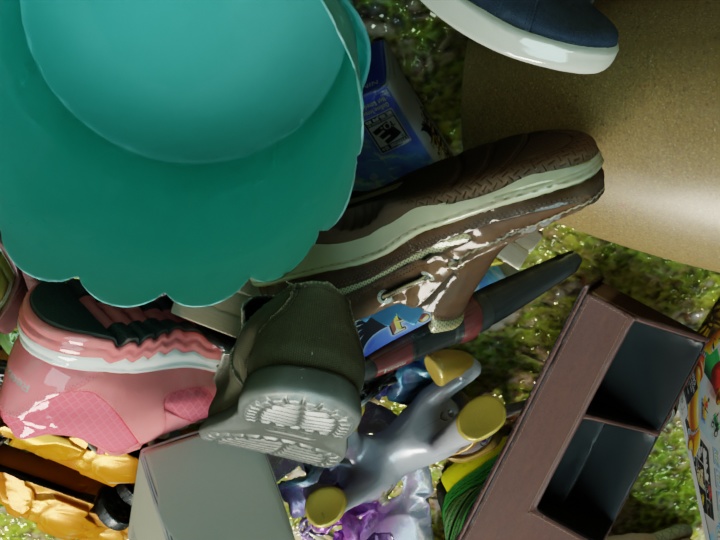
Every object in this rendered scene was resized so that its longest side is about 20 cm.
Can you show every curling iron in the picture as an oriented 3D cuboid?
[{"bbox_3d":[0.052,0.028,1.016,0.050,0.199,0.026,-28,92,55],"label":"curling iron"}]

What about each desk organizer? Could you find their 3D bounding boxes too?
[{"bbox_3d":[0.126,0.111,1.091,0.077,0.072,0.201,28,100,11],"label":"desk organizer"}]

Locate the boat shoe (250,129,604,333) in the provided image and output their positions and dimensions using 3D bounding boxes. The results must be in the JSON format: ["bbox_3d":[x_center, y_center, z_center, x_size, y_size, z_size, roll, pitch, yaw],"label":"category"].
[{"bbox_3d":[0.038,-0.010,0.901,0.201,0.075,0.075,-15,105,36],"label":"boat shoe"}]

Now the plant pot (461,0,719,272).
[{"bbox_3d":[0.157,-0.085,0.926,0.199,0.187,0.187,4,136,17],"label":"plant pot"}]

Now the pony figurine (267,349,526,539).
[{"bbox_3d":[0.011,0.117,1.098,0.192,0.167,0.200,-30,167,3],"label":"pony figurine"}]

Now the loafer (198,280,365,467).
[{"bbox_3d":[-0.032,0.051,0.904,0.075,0.070,0.200,14,165,-11],"label":"loafer"}]

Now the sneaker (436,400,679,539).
[{"bbox_3d":[0.131,0.132,1.180,0.078,0.086,0.200,27,126,-27],"label":"sneaker"}]

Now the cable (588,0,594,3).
[{"bbox_3d":[0.121,-0.176,0.874,0.199,0.098,0.050,-30,133,21],"label":"cable"}]

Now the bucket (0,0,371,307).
[{"bbox_3d":[-0.092,-0.097,0.882,0.205,0.135,0.208,2,121,3],"label":"bucket"}]

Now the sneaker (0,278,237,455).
[{"bbox_3d":[-0.115,0.060,1.001,0.199,0.074,0.087,11,114,-45],"label":"sneaker"}]

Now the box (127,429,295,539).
[{"bbox_3d":[-0.091,0.156,1.072,0.068,0.083,0.200,-17,165,-15],"label":"box"}]

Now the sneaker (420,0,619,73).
[{"bbox_3d":[0.047,-0.171,0.831,0.200,0.075,0.085,40,118,17],"label":"sneaker"}]

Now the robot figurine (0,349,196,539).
[{"bbox_3d":[-0.197,0.112,1.156,0.199,0.058,0.145,27,126,-28],"label":"robot figurine"}]

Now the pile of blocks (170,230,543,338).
[{"bbox_3d":[0.000,0.000,0.990,0.198,0.062,0.083,-5,95,7],"label":"pile of blocks"}]

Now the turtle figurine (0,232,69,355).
[{"bbox_3d":[-0.222,0.039,1.026,0.193,0.144,0.201,29,92,-41],"label":"turtle figurine"}]

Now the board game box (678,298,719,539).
[{"bbox_3d":[0.235,0.097,1.072,0.034,0.201,0.127,11,132,-13],"label":"board game box"}]

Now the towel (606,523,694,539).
[{"bbox_3d":[0.115,0.232,1.256,0.200,0.032,0.190,-39,155,30],"label":"towel"}]

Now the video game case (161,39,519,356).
[{"bbox_3d":[-0.034,-0.018,1.052,0.199,0.046,0.182,-22,133,16],"label":"video game case"}]
